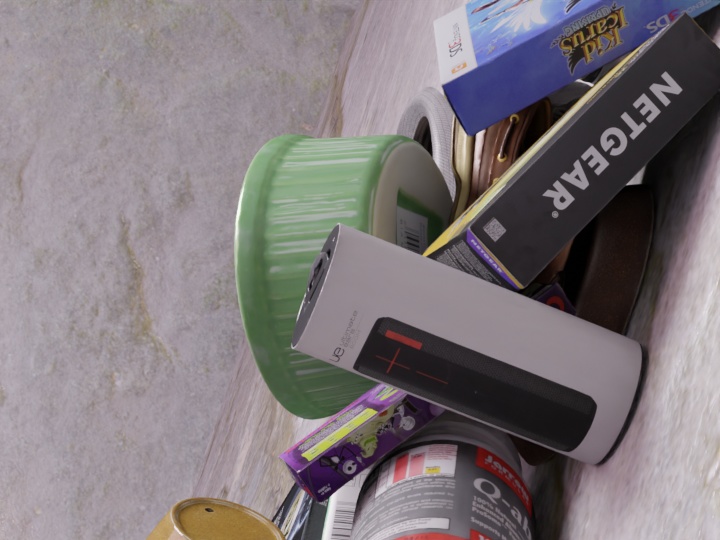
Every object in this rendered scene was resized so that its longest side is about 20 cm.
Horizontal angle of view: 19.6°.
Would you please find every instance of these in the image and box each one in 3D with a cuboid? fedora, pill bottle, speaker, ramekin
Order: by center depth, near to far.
[{"bbox_3d":[0.061,0.043,1.227,0.081,0.198,0.082,-158,90,-83],"label":"speaker"},{"bbox_3d":[0.049,0.170,1.264,0.200,0.115,0.117,-77,12,-65],"label":"pill bottle"},{"bbox_3d":[0.000,0.000,1.450,0.200,0.097,0.202,-6,-90,-66],"label":"ramekin"},{"bbox_3d":[0.086,-0.059,1.690,0.200,0.089,0.179,180,92,-81],"label":"fedora"}]

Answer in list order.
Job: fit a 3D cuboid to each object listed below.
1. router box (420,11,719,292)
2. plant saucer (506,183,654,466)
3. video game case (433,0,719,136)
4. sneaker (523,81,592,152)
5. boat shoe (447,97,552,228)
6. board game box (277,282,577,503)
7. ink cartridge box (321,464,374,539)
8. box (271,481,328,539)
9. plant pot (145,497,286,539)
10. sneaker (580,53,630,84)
[{"bbox_3d":[0.131,-0.062,1.317,0.200,0.052,0.157,-44,2,-15],"label":"router box"},{"bbox_3d":[0.136,0.030,1.383,0.200,0.034,0.202,-157,90,-84],"label":"plant saucer"},{"bbox_3d":[0.147,-0.181,1.444,0.199,0.046,0.182,-28,19,10],"label":"video game case"},{"bbox_3d":[0.129,-0.053,1.576,0.201,0.078,0.099,-58,1,13],"label":"sneaker"},{"bbox_3d":[0.105,-0.033,1.481,0.072,0.067,0.202,9,-100,-57],"label":"boat shoe"},{"bbox_3d":[0.040,0.075,1.324,0.199,0.032,0.120,-36,9,-6],"label":"board game box"},{"bbox_3d":[-0.003,0.226,1.484,0.162,0.050,0.201,-81,-3,-51],"label":"ink cartridge box"},{"bbox_3d":[-0.033,0.258,1.731,0.201,0.085,0.164,-75,11,-45],"label":"box"},{"bbox_3d":[-0.126,0.282,1.573,0.187,0.185,0.202,-89,17,-70],"label":"plant pot"},{"bbox_3d":[0.152,-0.206,1.631,0.201,0.114,0.076,-87,21,-70],"label":"sneaker"}]
